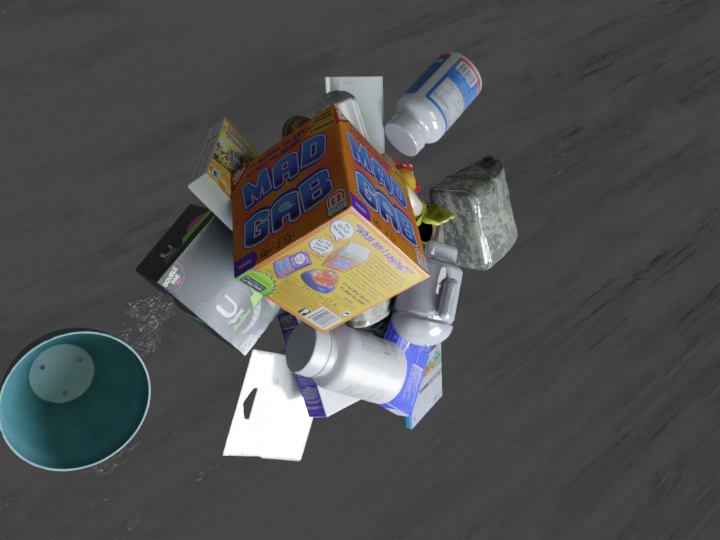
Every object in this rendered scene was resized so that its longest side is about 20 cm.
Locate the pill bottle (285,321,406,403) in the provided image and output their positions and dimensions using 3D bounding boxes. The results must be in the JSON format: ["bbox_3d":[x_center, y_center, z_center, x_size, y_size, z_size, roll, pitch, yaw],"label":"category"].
[{"bbox_3d":[-0.025,0.157,1.114,0.199,0.114,0.115,23,87,-35],"label":"pill bottle"}]

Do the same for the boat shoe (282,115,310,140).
[{"bbox_3d":[-0.089,-0.174,1.144,0.075,0.074,0.202,-24,112,-25],"label":"boat shoe"}]

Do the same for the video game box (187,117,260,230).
[{"bbox_3d":[-0.180,-0.125,1.039,0.047,0.183,0.200,-30,124,19],"label":"video game box"}]

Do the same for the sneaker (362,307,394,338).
[{"bbox_3d":[0.034,0.122,1.294,0.198,0.075,0.115,-9,103,-36],"label":"sneaker"}]

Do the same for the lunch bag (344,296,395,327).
[{"bbox_3d":[0.000,0.000,1.160,0.200,0.116,0.166,-41,124,-72],"label":"lunch bag"}]

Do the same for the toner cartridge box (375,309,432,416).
[{"bbox_3d":[0.084,0.171,1.245,0.095,0.043,0.202,36,63,-33],"label":"toner cartridge box"}]

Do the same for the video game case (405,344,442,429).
[{"bbox_3d":[0.135,0.221,1.381,0.143,0.018,0.202,-33,127,-48],"label":"video game case"}]

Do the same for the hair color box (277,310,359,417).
[{"bbox_3d":[-0.070,0.159,1.193,0.109,0.065,0.202,-17,92,-42],"label":"hair color box"}]

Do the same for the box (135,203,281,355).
[{"bbox_3d":[-0.235,0.014,1.054,0.149,0.124,0.200,-52,123,-15],"label":"box"}]

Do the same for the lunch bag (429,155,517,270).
[{"bbox_3d":[0.254,-0.121,1.358,0.167,0.139,0.202,-36,121,-31],"label":"lunch bag"}]

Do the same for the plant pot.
[{"bbox_3d":[-0.430,0.172,0.945,0.198,0.134,0.202,-8,104,-34],"label":"plant pot"}]

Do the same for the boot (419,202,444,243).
[{"bbox_3d":[0.136,-0.032,1.267,0.146,0.069,0.202,41,44,-70],"label":"boot"}]

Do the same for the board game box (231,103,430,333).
[{"bbox_3d":[-0.048,-0.068,0.937,0.199,0.201,0.200,-28,139,22],"label":"board game box"}]

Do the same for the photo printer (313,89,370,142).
[{"bbox_3d":[-0.017,-0.202,1.107,0.069,0.167,0.202,-20,111,-2],"label":"photo printer"}]

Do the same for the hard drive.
[{"bbox_3d":[-0.013,-0.261,1.211,0.131,0.026,0.202,-12,107,-33],"label":"hard drive"}]

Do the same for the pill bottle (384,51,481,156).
[{"bbox_3d":[0.138,-0.322,1.250,0.200,0.112,0.112,-48,122,-16],"label":"pill bottle"}]

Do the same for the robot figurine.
[{"bbox_3d":[0.120,0.049,1.161,0.112,0.169,0.202,13,85,-21],"label":"robot figurine"}]

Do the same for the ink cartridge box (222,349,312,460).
[{"bbox_3d":[-0.164,0.250,1.203,0.175,0.045,0.202,17,90,-37],"label":"ink cartridge box"}]

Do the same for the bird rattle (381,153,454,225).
[{"bbox_3d":[0.082,-0.153,1.164,0.112,0.201,0.163,-27,144,13],"label":"bird rattle"}]
